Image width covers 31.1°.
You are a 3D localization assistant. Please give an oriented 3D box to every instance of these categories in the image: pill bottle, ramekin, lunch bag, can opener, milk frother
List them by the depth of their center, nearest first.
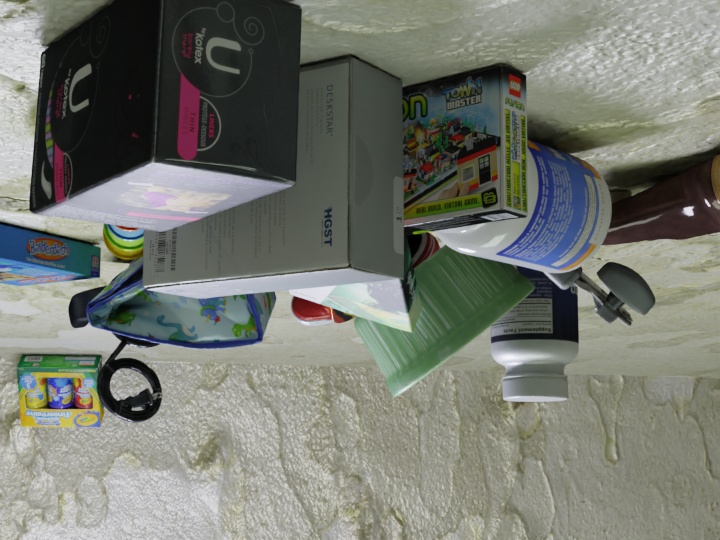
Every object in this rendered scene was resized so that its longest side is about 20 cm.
[{"bbox_3d":[0.127,-0.064,1.139,0.111,0.113,0.199,-7,168,39],"label":"pill bottle"},{"bbox_3d":[0.227,-0.016,1.375,0.200,0.067,0.053,41,-163,-8],"label":"can opener"},{"bbox_3d":[0.087,0.041,1.440,0.199,0.098,0.200,-38,176,-3],"label":"ramekin"},{"bbox_3d":[-0.207,0.021,1.516,0.198,0.129,0.170,-8,-169,4],"label":"lunch bag"},{"bbox_3d":[0.217,0.060,1.616,0.110,0.202,0.111,0,171,0],"label":"pill bottle"},{"bbox_3d":[-0.286,0.089,1.750,0.179,0.201,0.188,-28,-179,-20],"label":"milk frother"}]

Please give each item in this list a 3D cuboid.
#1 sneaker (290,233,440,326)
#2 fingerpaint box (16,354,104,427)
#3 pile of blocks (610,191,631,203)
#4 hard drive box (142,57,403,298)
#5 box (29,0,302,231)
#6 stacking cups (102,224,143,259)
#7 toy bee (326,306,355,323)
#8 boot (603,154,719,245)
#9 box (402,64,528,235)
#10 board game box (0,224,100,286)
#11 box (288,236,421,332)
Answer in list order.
[{"bbox_3d":[0.000,0.000,1.546,0.199,0.072,0.113,-27,168,2],"label":"sneaker"},{"bbox_3d":[-0.737,0.298,3.187,0.198,0.169,0.074,2,-156,-3],"label":"fingerpaint box"},{"bbox_3d":[0.208,-0.043,1.420,0.082,0.063,0.199,9,167,-43],"label":"pile of blocks"},{"bbox_3d":[-0.069,-0.065,1.002,0.198,0.158,0.077,-5,170,33],"label":"hard drive box"},{"bbox_3d":[-0.135,-0.104,0.865,0.105,0.124,0.199,8,168,-34],"label":"box"},{"bbox_3d":[-0.245,-0.062,1.350,0.060,0.061,0.200,2,167,-8],"label":"stacking cups"},{"bbox_3d":[-0.010,-0.025,1.406,0.108,0.132,0.200,-24,159,-1],"label":"toy bee"},{"bbox_3d":[0.289,-0.053,1.256,0.165,0.073,0.200,-16,174,16],"label":"boot"},{"bbox_3d":[0.040,-0.085,1.017,0.199,0.111,0.035,-8,167,41],"label":"box"},{"bbox_3d":[-0.453,-0.018,1.647,0.151,0.046,0.199,-6,169,30],"label":"board game box"},{"bbox_3d":[-0.018,-0.010,1.270,0.143,0.037,0.200,17,160,16],"label":"box"}]
